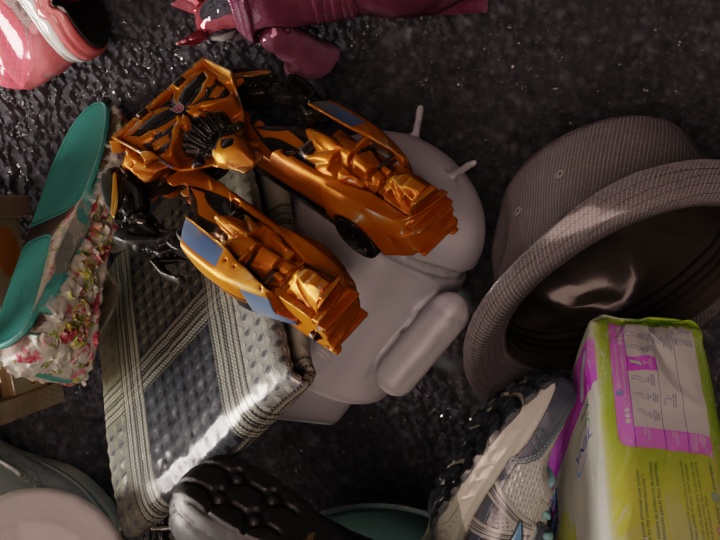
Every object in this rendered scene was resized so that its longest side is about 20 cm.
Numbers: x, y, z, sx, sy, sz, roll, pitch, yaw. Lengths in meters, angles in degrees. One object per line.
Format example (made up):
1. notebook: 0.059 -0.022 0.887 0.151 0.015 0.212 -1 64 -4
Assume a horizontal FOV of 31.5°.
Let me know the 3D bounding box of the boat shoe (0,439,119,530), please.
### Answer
1. boat shoe: -0.261 0.156 0.891 0.201 0.072 0.070 30 108 4

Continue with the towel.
1. towel: -0.098 0.034 0.767 0.034 0.200 0.193 15 135 -35

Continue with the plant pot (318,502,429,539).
1. plant pot: 0.009 0.242 0.802 0.200 0.134 0.201 0 84 1

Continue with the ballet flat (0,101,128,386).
1. ballet flat: -0.175 -0.013 0.798 0.076 0.200 0.064 -16 138 37

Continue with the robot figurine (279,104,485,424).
1. robot figurine: 0.000 0.000 0.771 0.170 0.113 0.200 46 112 36

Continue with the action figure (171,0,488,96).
1. action figure: -0.013 -0.163 0.724 0.200 0.149 0.134 -21 104 3

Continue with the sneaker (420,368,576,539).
1. sneaker: 0.076 0.151 0.713 0.086 0.078 0.200 28 95 -3

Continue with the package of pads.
1. package of pads: 0.147 0.140 0.690 0.068 0.200 0.155 5 141 -2

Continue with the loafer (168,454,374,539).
1. loafer: -0.017 0.172 0.666 0.200 0.068 0.071 30 133 21

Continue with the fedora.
1. fedora: 0.135 -0.015 0.731 0.200 0.177 0.090 -53 45 39

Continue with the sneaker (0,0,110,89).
1. sneaker: -0.247 -0.201 0.800 0.087 0.074 0.200 -32 95 19

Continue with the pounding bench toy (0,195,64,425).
1. pounding bench toy: -0.314 0.029 0.803 0.200 0.124 0.156 -10 91 10

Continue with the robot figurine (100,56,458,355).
1. robot figurine: -0.053 -0.048 0.688 0.200 0.058 0.145 34 69 31

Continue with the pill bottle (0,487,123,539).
1. pill bottle: -0.209 0.220 0.810 0.111 0.111 0.200 34 149 3

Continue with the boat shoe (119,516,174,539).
1. boat shoe: -0.122 0.159 0.862 0.068 0.074 0.200 5 91 2
